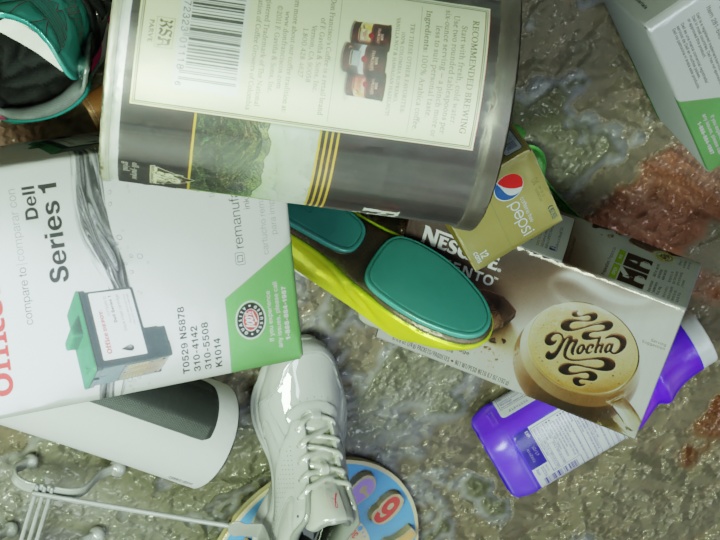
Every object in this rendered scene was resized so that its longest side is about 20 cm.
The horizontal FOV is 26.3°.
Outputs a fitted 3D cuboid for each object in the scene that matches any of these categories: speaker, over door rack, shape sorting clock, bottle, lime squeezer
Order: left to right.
[{"bbox_3d":[-0.188,0.087,1.080,0.199,0.081,0.081,24,112,-31],"label":"speaker"},{"bbox_3d":[-0.180,0.226,1.174,0.199,0.067,0.148,18,117,-6],"label":"over door rack"},{"bbox_3d":[-0.037,0.243,1.253,0.199,0.039,0.201,-14,122,-23],"label":"shape sorting clock"},{"bbox_3d":[0.125,-0.073,1.103,0.038,0.070,0.200,-62,156,-4],"label":"lime squeezer"},{"bbox_3d":[0.190,0.102,1.241,0.199,0.065,0.084,-31,128,1],"label":"bottle"}]

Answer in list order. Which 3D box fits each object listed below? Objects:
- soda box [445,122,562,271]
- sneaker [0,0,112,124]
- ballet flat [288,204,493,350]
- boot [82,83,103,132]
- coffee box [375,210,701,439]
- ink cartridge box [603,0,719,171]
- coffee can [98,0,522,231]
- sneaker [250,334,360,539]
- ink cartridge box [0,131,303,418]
[{"bbox_3d":[0.049,-0.095,0.968,0.064,0.200,0.068,-30,135,2],"label":"soda box"},{"bbox_3d":[-0.164,-0.162,0.876,0.083,0.121,0.200,31,110,-7],"label":"sneaker"},{"bbox_3d":[0.000,0.000,1.052,0.067,0.199,0.067,-50,169,-37],"label":"ballet flat"},{"bbox_3d":[-0.100,-0.134,0.942,0.154,0.074,0.201,-23,143,-12],"label":"boot"},{"bbox_3d":[0.123,0.020,1.089,0.199,0.080,0.114,22,121,10],"label":"coffee box"},{"bbox_3d":[0.285,-0.188,1.067,0.199,0.084,0.145,-33,130,3],"label":"ink cartridge box"},{"bbox_3d":[-0.028,-0.107,0.810,0.199,0.147,0.147,7,121,-6],"label":"coffee can"},{"bbox_3d":[-0.031,0.150,1.149,0.077,0.099,0.201,-7,104,-25],"label":"sneaker"},{"bbox_3d":[-0.145,-0.005,0.901,0.199,0.084,0.147,-11,104,-21],"label":"ink cartridge box"}]
